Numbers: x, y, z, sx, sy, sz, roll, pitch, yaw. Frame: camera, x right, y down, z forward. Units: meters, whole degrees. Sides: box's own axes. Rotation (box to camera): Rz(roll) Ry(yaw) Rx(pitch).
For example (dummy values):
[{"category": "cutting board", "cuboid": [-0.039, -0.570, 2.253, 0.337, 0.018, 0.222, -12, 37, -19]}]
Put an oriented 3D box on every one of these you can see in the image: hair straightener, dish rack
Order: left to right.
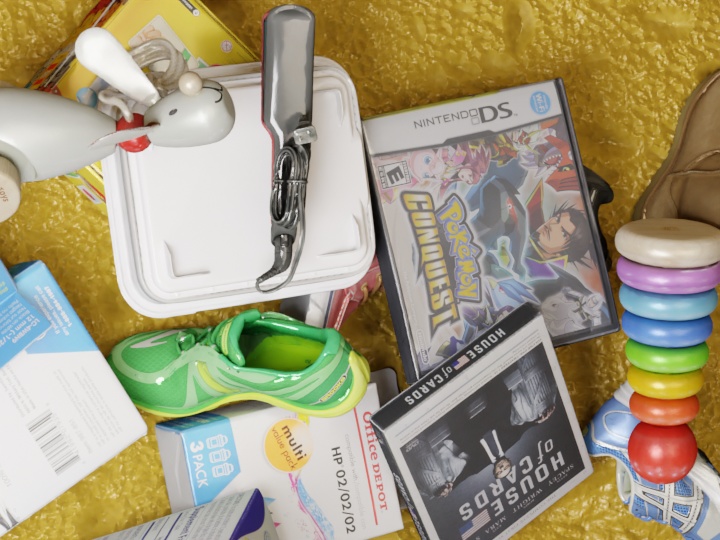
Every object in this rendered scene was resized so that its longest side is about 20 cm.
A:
[{"category": "dish rack", "cuboid": [-0.080, -0.062, 1.675, 0.199, 0.043, 0.173, -9, 92, -24]}, {"category": "hair straightener", "cuboid": [-0.054, -0.084, 1.623, 0.041, 0.077, 0.202, 6, 89, -8]}]

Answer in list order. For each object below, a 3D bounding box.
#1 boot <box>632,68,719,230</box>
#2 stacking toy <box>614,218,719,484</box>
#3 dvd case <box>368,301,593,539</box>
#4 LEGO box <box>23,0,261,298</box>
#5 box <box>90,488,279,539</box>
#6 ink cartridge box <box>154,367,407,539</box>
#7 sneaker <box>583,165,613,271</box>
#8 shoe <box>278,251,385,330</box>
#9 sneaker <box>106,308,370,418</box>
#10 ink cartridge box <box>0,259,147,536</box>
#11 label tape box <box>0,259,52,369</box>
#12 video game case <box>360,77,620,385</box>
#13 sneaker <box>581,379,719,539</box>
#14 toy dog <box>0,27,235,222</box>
[{"category": "boot", "cuboid": [0.313, -0.085, 1.841, 0.066, 0.200, 0.176, 32, 78, -21]}, {"category": "stacking toy", "cuboid": [0.230, 0.066, 1.795, 0.085, 0.085, 0.201, -4, 106, -23]}, {"category": "dvd case", "cuboid": [0.095, 0.132, 1.776, 0.150, 0.025, 0.201, -36, 137, -12]}, {"category": "LEGO box", "cuboid": [-0.134, -0.100, 1.717, 0.200, 0.077, 0.149, 44, 74, -16]}, {"category": "box", "cuboid": [-0.155, 0.245, 1.611, 0.199, 0.184, 0.106, -19, 98, 8]}, {"category": "ink cartridge box", "cuboid": [-0.041, 0.149, 1.759, 0.199, 0.068, 0.116, -13, 96, -22]}, {"category": "sneaker", "cuboid": [0.153, 0.006, 1.845, 0.090, 0.066, 0.201, 16, 81, -20]}, {"category": "shoe", "cuboid": [0.000, 0.000, 1.777, 0.090, 0.071, 0.201, 16, 80, -19]}, {"category": "sneaker", "cuboid": [-0.092, 0.058, 1.694, 0.084, 0.199, 0.074, 70, 25, -48]}, {"category": "ink cartridge box", "cuboid": [-0.275, 0.107, 1.652, 0.200, 0.084, 0.146, -35, 102, -19]}, {"category": "label tape box", "cuboid": [-0.326, 0.004, 1.588, 0.143, 0.066, 0.200, -40, 67, -19]}, {"category": "video game case", "cuboid": [0.094, -0.032, 1.775, 0.180, 0.025, 0.201, -13, 89, -25]}, {"category": "sneaker", "cuboid": [0.251, 0.176, 1.892, 0.077, 0.076, 0.200, -37, 103, 3]}, {"category": "toy dog", "cuboid": [-0.194, -0.110, 1.568, 0.199, 0.132, 0.097, -27, 139, -9]}]
